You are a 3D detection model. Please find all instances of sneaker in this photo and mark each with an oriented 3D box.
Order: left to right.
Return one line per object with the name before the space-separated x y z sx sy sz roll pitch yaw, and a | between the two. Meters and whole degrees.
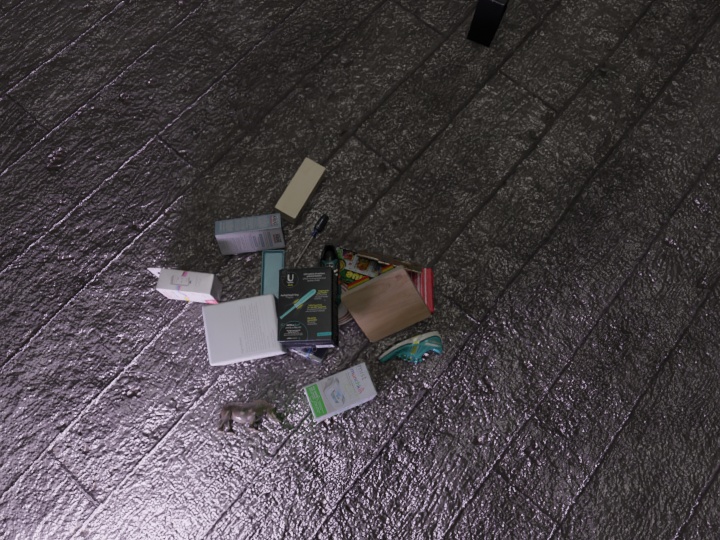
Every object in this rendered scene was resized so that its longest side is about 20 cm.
sneaker | -0.093 0.013 1.590 0.071 0.080 0.201 -5 62 -4
sneaker | 0.149 0.236 1.576 0.199 0.078 0.080 -17 82 -7

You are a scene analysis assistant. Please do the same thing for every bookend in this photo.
bookend | 0.471 -0.946 1.892 0.092 0.200 0.200 24 74 5

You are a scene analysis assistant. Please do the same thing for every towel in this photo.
towel | 0.129 0.063 1.655 0.198 0.023 0.146 0 74 0

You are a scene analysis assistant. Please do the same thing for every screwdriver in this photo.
screwdriver | -0.161 -0.097 1.691 0.029 0.028 0.200 41 70 -19

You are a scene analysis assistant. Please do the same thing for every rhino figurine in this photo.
rhino figurine | -0.301 0.409 1.512 0.198 0.060 0.088 -3 62 -6

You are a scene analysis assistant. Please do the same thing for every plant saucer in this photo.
plant saucer | -0.271 0.034 1.654 0.069 0.019 0.201 0 73 -2

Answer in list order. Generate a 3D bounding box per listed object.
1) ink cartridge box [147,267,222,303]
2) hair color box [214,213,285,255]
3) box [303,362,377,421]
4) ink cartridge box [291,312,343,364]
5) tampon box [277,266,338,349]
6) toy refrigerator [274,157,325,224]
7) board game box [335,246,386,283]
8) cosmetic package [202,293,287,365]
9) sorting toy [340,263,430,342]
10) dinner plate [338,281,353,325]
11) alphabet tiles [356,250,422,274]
ink cartridge box | -0.524 0.046 1.592 0.198 0.117 0.068 7 72 2
hair color box | -0.337 -0.111 1.650 0.198 0.099 0.061 -7 54 -4
box | -0.055 0.334 1.470 0.175 0.200 0.097 -20 75 -9
ink cartridge box | -0.118 0.170 1.605 0.099 0.039 0.201 23 73 6
tampon box | -0.141 0.105 1.477 0.149 0.126 0.201 -2 73 5
toy refrigerator | -0.193 -0.254 1.723 0.076 0.070 0.201 28 74 0
board game box | 0.000 0.000 1.651 0.199 0.023 0.105 16 66 11
cosmetic package | -0.324 0.170 1.522 0.199 0.167 0.168 -10 82 -6
sorting toy | 0.072 0.086 1.557 0.199 0.199 0.070 -26 33 11
dinner plate | -0.101 0.090 1.608 0.199 0.024 0.201 9 46 -9
alphabet tiles | 0.089 -0.029 1.614 0.199 0.167 0.008 15 100 3
